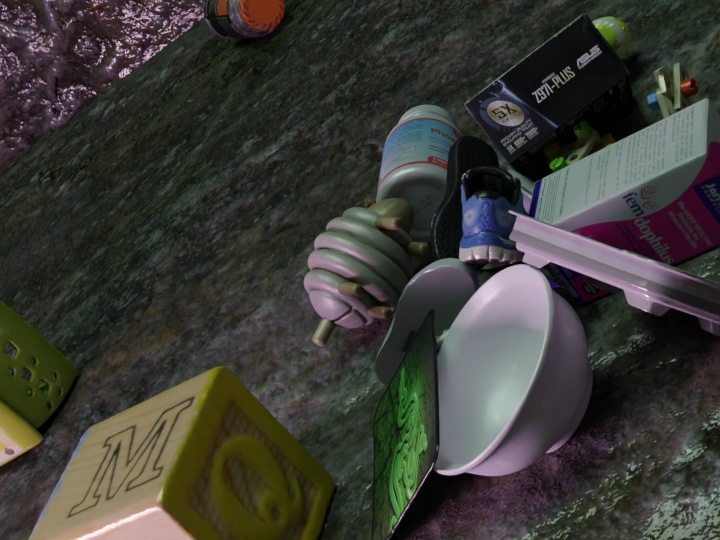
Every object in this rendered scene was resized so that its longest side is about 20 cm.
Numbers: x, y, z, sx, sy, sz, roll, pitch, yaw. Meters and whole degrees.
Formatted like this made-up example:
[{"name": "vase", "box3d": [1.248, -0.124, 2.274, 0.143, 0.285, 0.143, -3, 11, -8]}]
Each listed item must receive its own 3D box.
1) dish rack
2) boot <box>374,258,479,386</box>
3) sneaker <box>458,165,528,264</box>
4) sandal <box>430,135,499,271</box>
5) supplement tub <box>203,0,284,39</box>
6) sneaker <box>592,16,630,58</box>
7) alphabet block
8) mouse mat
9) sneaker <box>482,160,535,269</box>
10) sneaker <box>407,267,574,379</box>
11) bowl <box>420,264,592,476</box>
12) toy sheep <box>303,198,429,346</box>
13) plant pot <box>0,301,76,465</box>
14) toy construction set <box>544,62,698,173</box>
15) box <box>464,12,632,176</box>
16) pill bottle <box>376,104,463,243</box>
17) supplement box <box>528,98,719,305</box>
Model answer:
[{"name": "dish rack", "box3d": [0.233, 0.005, 1.277, 0.200, 0.172, 0.044, 25, 97, 45]}, {"name": "boot", "box3d": [0.076, 0.034, 1.529, 0.200, 0.074, 0.096, -58, 1, 45]}, {"name": "sneaker", "box3d": [0.140, -0.062, 1.483, 0.078, 0.089, 0.200, 2, 10, 7]}, {"name": "sandal", "box3d": [0.113, -0.062, 1.609, 0.048, 0.075, 0.201, -48, 19, 44]}, {"name": "supplement tub", "box3d": [-0.240, -0.547, 3.086, 0.123, 0.123, 0.200, -46, 24, -14]}, {"name": "sneaker", "box3d": [0.262, -0.235, 1.830, 0.200, 0.076, 0.105, -38, -6, 27]}, {"name": "alphabet block", "box3d": [-0.175, 0.245, 1.460, 0.200, 0.195, 0.196, -27, 28, 32]}, {"name": "mouse mat", "box3d": [0.041, 0.152, 1.393, 0.200, 0.008, 0.161, -90, 21, -50]}, {"name": "sneaker", "box3d": [0.141, -0.064, 1.683, 0.114, 0.073, 0.200, -45, 23, -2]}, {"name": "sneaker", "box3d": [0.130, 0.088, 1.426, 0.200, 0.070, 0.100, -47, 39, 4]}, {"name": "bowl", "box3d": [0.143, 0.103, 1.313, 0.201, 0.090, 0.201, -52, 23, 32]}, {"name": "toy sheep", "box3d": [0.000, 0.000, 1.717, 0.200, 0.138, 0.138, -55, 26, -17]}, {"name": "plant pot", "box3d": [-0.570, 0.188, 2.184, 0.199, 0.200, 0.182, -28, 32, 26]}, {"name": "toy construction set", "box3d": [0.282, -0.128, 1.565, 0.200, 0.092, 0.131, -36, 20, 40]}, {"name": "box", "box3d": [0.217, -0.193, 1.668, 0.164, 0.086, 0.200, -37, -7, 9]}, {"name": "pill bottle", "box3d": [0.080, -0.127, 1.842, 0.109, 0.109, 0.200, -31, 25, 22]}, {"name": "supplement box", "box3d": [0.274, -0.065, 1.436, 0.200, 0.101, 0.103, -27, 26, 30]}]
